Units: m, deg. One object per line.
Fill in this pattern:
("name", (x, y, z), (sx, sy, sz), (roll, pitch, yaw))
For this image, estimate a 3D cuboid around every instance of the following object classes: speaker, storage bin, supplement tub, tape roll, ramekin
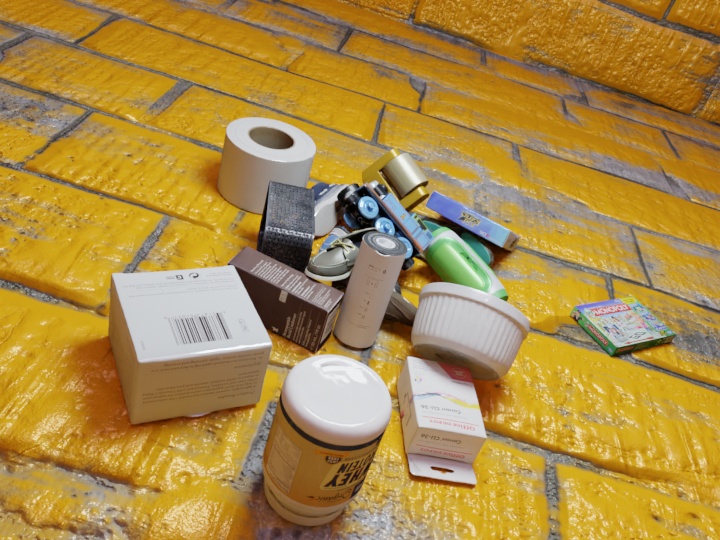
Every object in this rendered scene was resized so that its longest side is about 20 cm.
("speaker", (0.214, 0.004, 1.461), (0.088, 0.089, 0.200), (-16, 58, -41))
("speaker", (0.015, 0.037, 1.241), (0.081, 0.200, 0.081), (14, 28, -8))
("storage bin", (-0.147, -0.068, 1.368), (0.093, 0.136, 0.200), (11, 34, -11))
("supplement tub", (-0.051, 0.228, 0.937), (0.144, 0.200, 0.145), (12, 34, -9))
("tape roll", (-0.211, -0.235, 1.575), (0.202, 0.139, 0.203), (12, 34, -8))
("ramekin", (0.183, 0.112, 1.225), (0.200, 0.200, 0.105), (21, 73, 4))

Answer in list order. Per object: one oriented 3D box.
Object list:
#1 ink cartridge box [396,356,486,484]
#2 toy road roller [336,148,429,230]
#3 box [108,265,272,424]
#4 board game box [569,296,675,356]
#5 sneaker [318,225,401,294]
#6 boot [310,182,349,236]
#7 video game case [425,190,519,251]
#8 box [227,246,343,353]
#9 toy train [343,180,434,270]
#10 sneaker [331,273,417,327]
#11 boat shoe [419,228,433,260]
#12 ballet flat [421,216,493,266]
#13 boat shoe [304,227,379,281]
("ink cartridge box", (0.129, 0.236, 1.129), (0.116, 0.068, 0.200), (11, 34, -12))
("toy road roller", (0.057, -0.161, 1.558), (0.123, 0.200, 0.146), (56, 14, 11))
("box", (-0.264, 0.105, 1.072), (0.198, 0.131, 0.200), (-4, 39, -30))
("board game box", (0.574, 0.119, 1.545), (0.199, 0.029, 0.135), (-6, 42, -32))
("sneaker", (0.000, 0.000, 1.418), (0.200, 0.076, 0.077), (41, 77, 17))
("boot", (-0.094, -0.138, 1.572), (0.090, 0.073, 0.200), (11, 31, 24))
("video game case", (0.266, -0.114, 1.648), (0.200, 0.046, 0.181), (30, 9, 17))
("box", (-0.140, 0.050, 1.238), (0.200, 0.100, 0.075), (25, 34, 11))
("toy train", (0.052, -0.094, 1.430), (0.200, 0.087, 0.114), (49, 53, -8))
("sneaker", (0.033, 0.065, 1.340), (0.200, 0.076, 0.070), (35, -6, 16))
("boat shoe", (0.168, -0.055, 1.563), (0.200, 0.066, 0.072), (25, 32, 9))
("ballet flat", (0.226, -0.073, 1.624), (0.200, 0.068, 0.075), (28, 25, 20))
("boat shoe", (-0.028, -0.032, 1.296), (0.072, 0.060, 0.202), (29, 29, 26))
